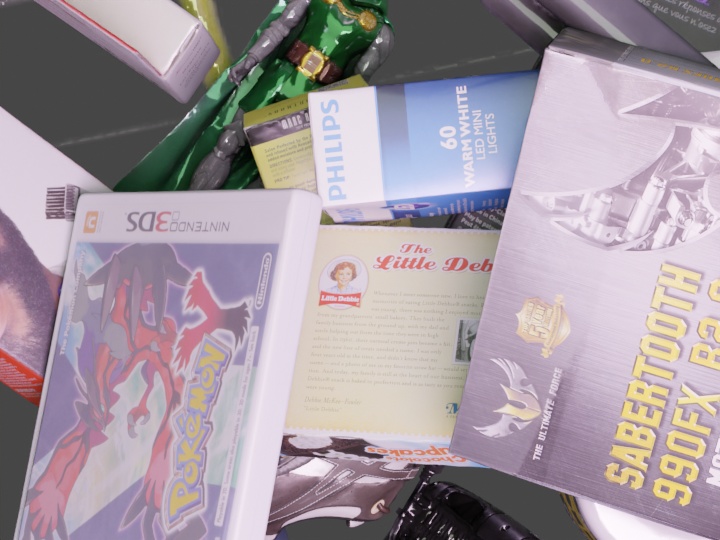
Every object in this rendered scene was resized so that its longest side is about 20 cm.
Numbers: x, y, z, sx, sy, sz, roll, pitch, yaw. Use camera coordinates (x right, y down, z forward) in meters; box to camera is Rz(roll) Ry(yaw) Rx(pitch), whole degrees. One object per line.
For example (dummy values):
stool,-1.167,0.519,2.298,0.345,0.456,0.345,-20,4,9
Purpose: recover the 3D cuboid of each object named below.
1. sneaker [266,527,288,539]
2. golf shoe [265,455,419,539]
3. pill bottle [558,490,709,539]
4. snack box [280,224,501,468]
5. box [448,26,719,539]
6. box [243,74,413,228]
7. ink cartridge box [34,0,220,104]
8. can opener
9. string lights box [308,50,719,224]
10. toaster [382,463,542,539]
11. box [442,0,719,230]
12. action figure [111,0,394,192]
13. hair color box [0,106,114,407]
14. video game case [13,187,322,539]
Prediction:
sneaker,-0.136,0.166,1.148,0.198,0.070,0.083,-12,60,4
golf shoe,0.011,0.080,1.091,0.199,0.078,0.095,-20,125,4
pill bottle,0.159,0.100,1.064,0.113,0.200,0.115,0,85,2
snack box,0.003,0.036,1.031,0.198,0.037,0.117,2,66,15
box,0.137,0.010,0.905,0.157,0.048,0.201,17,112,10
box,0.000,0.000,1.125,0.075,0.050,0.201,-19,103,1
ink cartridge box,-0.176,-0.173,1.111,0.199,0.174,0.044,35,87,4
can opener,0.149,-0.090,0.936,0.200,0.053,0.067,41,57,4
string lights box,0.078,-0.063,1.006,0.198,0.103,0.059,-5,87,3
toaster,0.060,0.217,1.059,0.119,0.181,0.200,39,87,-30
box,0.133,-0.070,1.117,0.106,0.122,0.201,29,87,5
action figure,-0.040,-0.097,1.161,0.118,0.055,0.201,32,88,-3
hair color box,-0.182,-0.005,1.098,0.200,0.064,0.111,37,68,-24
video game case,-0.100,0.059,1.003,0.023,0.182,0.202,16,80,-41
